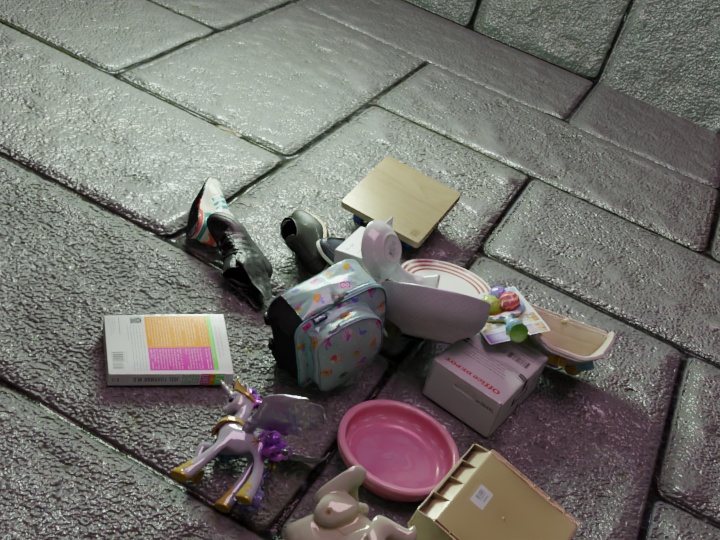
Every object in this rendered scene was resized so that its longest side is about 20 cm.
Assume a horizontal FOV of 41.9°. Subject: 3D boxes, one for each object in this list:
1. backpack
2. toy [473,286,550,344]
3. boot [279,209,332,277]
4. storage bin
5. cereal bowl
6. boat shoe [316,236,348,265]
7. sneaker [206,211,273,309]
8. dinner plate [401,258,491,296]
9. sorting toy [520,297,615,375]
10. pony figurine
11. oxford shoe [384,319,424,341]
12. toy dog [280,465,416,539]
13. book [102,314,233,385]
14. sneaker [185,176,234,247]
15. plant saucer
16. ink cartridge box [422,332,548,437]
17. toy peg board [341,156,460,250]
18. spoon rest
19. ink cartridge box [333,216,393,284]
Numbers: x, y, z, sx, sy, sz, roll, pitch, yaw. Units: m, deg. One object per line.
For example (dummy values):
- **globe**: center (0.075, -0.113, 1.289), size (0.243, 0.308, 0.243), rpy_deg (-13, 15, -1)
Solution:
- **backpack**: center (-0.042, 0.087, 1.575), size (0.199, 0.177, 0.153), rpy_deg (-37, 55, -27)
- **toy**: center (0.262, 0.067, 1.738), size (0.114, 0.048, 0.200), rpy_deg (-13, 26, -5)
- **boot**: center (-0.122, -0.085, 1.856), size (0.138, 0.077, 0.201), rpy_deg (48, 7, -43)
- **storage bin**: center (0.185, 0.380, 1.344), size (0.198, 0.094, 0.200), rpy_deg (38, 37, 15)
- **cereal bowl**: center (0.125, 0.079, 1.653), size (0.198, 0.084, 0.200), rpy_deg (13, -5, 1)
- **boat shoe**: center (-0.002, -0.032, 1.855), size (0.199, 0.062, 0.076), rpy_deg (22, 45, -42)
- **sneaker**: center (-0.230, -0.022, 1.753), size (0.200, 0.060, 0.104), rpy_deg (47, 27, 1)
- **dinner plate**: center (0.175, 0.032, 1.931), size (0.198, 0.024, 0.201), rpy_deg (12, 26, -6)
- **sorting toy**: center (0.375, 0.136, 1.749), size (0.198, 0.108, 0.180), rpy_deg (20, 2, 4)
- **pony figurine**: center (-0.152, 0.251, 1.361), size (0.191, 0.168, 0.201), rpy_deg (17, 47, 12)
- **oxford shoe**: center (0.121, 0.102, 1.794), size (0.198, 0.071, 0.075), rpy_deg (-2, 66, -34)
- **toy dog**: center (-0.004, 0.388, 1.225), size (0.192, 0.141, 0.200), rpy_deg (-20, 47, -27)
- **book**: center (-0.315, 0.130, 1.533), size (0.198, 0.048, 0.134), rpy_deg (3, 38, -21)
- **sneaker**: center (-0.292, -0.110, 1.894), size (0.093, 0.071, 0.201), rpy_deg (28, 28, -19)
- **plant saucer**: center (0.055, 0.289, 1.478), size (0.198, 0.051, 0.201), rpy_deg (14, 32, -9)
- **ink cartridge box**: center (0.224, 0.188, 1.682), size (0.145, 0.085, 0.199), rpy_deg (32, 35, 22)
- **toy peg board**: center (0.086, -0.128, 2.098), size (0.199, 0.098, 0.199), rpy_deg (29, 49, 17)
- **spoon rest**: center (0.062, -0.014, 1.673), size (0.200, 0.060, 0.100), rpy_deg (37, 60, -40)
- **ink cartridge box**: center (0.000, 0.000, 1.733), size (0.066, 0.202, 0.116), rpy_deg (17, 30, 19)
